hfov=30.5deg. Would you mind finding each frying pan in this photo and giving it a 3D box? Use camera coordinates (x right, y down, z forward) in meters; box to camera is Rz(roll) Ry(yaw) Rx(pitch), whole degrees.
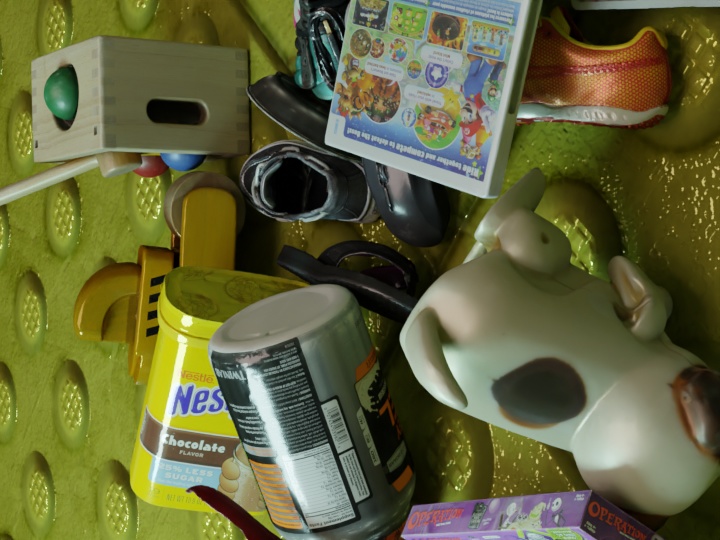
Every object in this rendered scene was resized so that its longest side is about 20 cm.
[{"bbox_3d":[-0.034,-0.134,1.100,0.114,0.190,0.031,32,107,-1],"label":"frying pan"}]

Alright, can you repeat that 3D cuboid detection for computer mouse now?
[{"bbox_3d":[0.009,-0.102,0.985,0.058,0.034,0.201,-11,113,48],"label":"computer mouse"}]

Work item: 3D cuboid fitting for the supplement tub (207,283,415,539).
[{"bbox_3d":[-0.031,0.123,1.011,0.122,0.122,0.202,5,119,53],"label":"supplement tub"}]

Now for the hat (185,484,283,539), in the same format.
[{"bbox_3d":[0.012,0.221,0.966,0.165,0.200,0.177,-37,42,10],"label":"hat"}]

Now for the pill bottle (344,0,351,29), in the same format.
[{"bbox_3d":[0.076,-0.225,0.902,0.201,0.108,0.109,-57,49,39],"label":"pill bottle"}]

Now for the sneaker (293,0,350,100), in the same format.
[{"bbox_3d":[-0.021,-0.197,1.015,0.200,0.083,0.122,79,177,-81],"label":"sneaker"}]

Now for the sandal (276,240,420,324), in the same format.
[{"bbox_3d":[-0.001,-0.001,1.054,0.200,0.075,0.048,21,81,53],"label":"sandal"}]

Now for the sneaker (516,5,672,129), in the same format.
[{"bbox_3d":[0.106,-0.133,0.865,0.197,0.073,0.078,4,96,22],"label":"sneaker"}]

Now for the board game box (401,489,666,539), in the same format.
[{"bbox_3d":[0.123,0.182,0.830,0.199,0.119,0.033,-21,43,59],"label":"board game box"}]

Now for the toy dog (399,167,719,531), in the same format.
[{"bbox_3d":[0.134,0.057,0.785,0.199,0.194,0.140,36,110,9],"label":"toy dog"}]

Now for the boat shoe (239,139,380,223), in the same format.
[{"bbox_3d":[-0.061,-0.073,1.128,0.199,0.067,0.073,17,105,53],"label":"boat shoe"}]

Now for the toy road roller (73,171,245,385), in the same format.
[{"bbox_3d":[-0.189,0.006,1.219,0.123,0.144,0.203,-164,79,-76],"label":"toy road roller"}]

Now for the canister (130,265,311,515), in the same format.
[{"bbox_3d":[-0.116,0.109,1.141,0.087,0.147,0.202,-107,29,-57],"label":"canister"}]

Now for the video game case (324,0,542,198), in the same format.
[{"bbox_3d":[0.050,-0.162,0.832,0.142,0.018,0.203,22,107,38],"label":"video game case"}]

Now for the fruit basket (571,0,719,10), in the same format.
[{"bbox_3d":[0.200,-0.243,0.746,0.199,0.093,0.188,14,102,53],"label":"fruit basket"}]

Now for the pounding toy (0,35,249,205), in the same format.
[{"bbox_3d":[-0.236,-0.135,1.256,0.183,0.198,0.144,-2,90,53],"label":"pounding toy"}]
